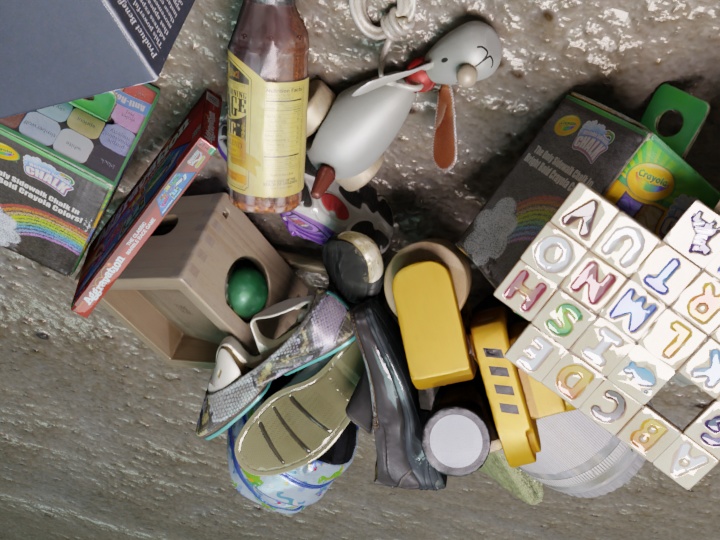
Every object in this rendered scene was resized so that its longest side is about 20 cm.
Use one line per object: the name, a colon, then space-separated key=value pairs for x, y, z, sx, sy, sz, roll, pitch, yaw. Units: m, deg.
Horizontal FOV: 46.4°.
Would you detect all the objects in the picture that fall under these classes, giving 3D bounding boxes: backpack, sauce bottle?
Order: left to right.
sauce bottle: x=-0.070 y=-0.146 z=0.636 sx=0.065 sy=0.066 sz=0.204 roll=7 pitch=113 yaw=7
backpack: x=-0.073 y=0.162 z=0.923 sx=0.162 sy=0.200 sz=0.155 roll=32 pitch=102 yaw=-25

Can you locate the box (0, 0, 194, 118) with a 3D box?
box: x=-0.181 y=-0.208 z=0.527 sx=0.146 sy=0.202 sz=0.108 roll=-6 pitch=139 yaw=23

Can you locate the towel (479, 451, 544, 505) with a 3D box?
towel: x=0.145 y=0.203 z=1.024 sx=0.148 sy=0.037 sz=0.201 roll=29 pitch=160 yaw=48

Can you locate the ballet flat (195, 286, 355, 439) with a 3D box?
ballet flat: x=-0.091 y=0.078 z=0.772 sx=0.199 sy=0.073 sz=0.072 roll=-36 pitch=125 yaw=18

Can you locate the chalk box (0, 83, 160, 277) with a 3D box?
chalk box: x=-0.262 y=-0.113 z=0.731 sx=0.123 sy=0.125 sz=0.200 roll=27 pitch=139 yaw=-17

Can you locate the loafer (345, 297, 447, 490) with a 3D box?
loafer: x=0.020 y=0.119 z=0.742 sx=0.071 sy=0.073 sz=0.203 roll=-13 pitch=114 yaw=12

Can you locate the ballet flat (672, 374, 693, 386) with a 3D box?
ballet flat: x=0.283 y=0.061 z=0.840 sx=0.199 sy=0.068 sz=0.063 roll=34 pitch=144 yaw=-25

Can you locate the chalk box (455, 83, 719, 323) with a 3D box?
chalk box: x=0.194 y=-0.047 z=0.653 sx=0.123 sy=0.125 sz=0.201 roll=32 pitch=103 yaw=-27

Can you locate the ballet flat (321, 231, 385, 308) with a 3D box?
ballet flat: x=0.000 y=0.000 z=0.771 sx=0.056 sy=0.067 sz=0.200 roll=-31 pitch=170 yaw=-10

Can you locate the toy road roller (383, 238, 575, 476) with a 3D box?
toy road roller: x=0.112 y=0.063 z=0.707 sx=0.143 sy=0.123 sz=0.204 roll=-15 pitch=92 yaw=11

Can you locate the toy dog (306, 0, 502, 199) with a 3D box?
toy dog: x=0.015 y=-0.119 z=0.666 sx=0.130 sy=0.097 sz=0.200 roll=24 pitch=140 yaw=-15

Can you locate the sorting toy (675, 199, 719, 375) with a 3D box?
sorting toy: x=0.305 y=0.010 z=0.625 sx=0.197 sy=0.070 sz=0.202 roll=-6 pitch=130 yaw=-45

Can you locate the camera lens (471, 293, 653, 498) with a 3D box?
camera lens: x=0.192 y=0.123 z=0.862 sx=0.158 sy=0.162 sz=0.200 roll=-22 pitch=131 yaw=36

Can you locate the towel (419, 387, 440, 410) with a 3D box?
towel: x=0.043 y=0.121 z=0.877 sx=0.034 sy=0.135 sz=0.199 roll=-13 pitch=-169 yaw=-24

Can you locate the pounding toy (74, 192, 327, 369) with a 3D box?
pounding toy: x=-0.136 y=0.007 z=0.854 sx=0.197 sy=0.144 sz=0.185 roll=-1 pitch=143 yaw=35

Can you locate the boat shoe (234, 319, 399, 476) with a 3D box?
boat shoe: x=-0.034 y=0.122 z=0.812 sx=0.075 sy=0.199 sz=0.068 roll=51 pitch=178 yaw=1

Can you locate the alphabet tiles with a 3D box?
alphabet tiles: x=0.198 y=0.037 z=0.568 sx=0.199 sy=0.008 sz=0.168 roll=35 pitch=116 yaw=0

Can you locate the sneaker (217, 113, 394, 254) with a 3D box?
sneaker: x=-0.059 y=-0.065 z=0.772 sx=0.083 sy=0.082 sz=0.199 roll=-20 pitch=132 yaw=42

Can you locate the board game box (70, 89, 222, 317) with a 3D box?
board game box: x=-0.186 y=-0.059 z=0.733 sx=0.019 sy=0.104 sz=0.200 roll=33 pitch=113 yaw=-24
